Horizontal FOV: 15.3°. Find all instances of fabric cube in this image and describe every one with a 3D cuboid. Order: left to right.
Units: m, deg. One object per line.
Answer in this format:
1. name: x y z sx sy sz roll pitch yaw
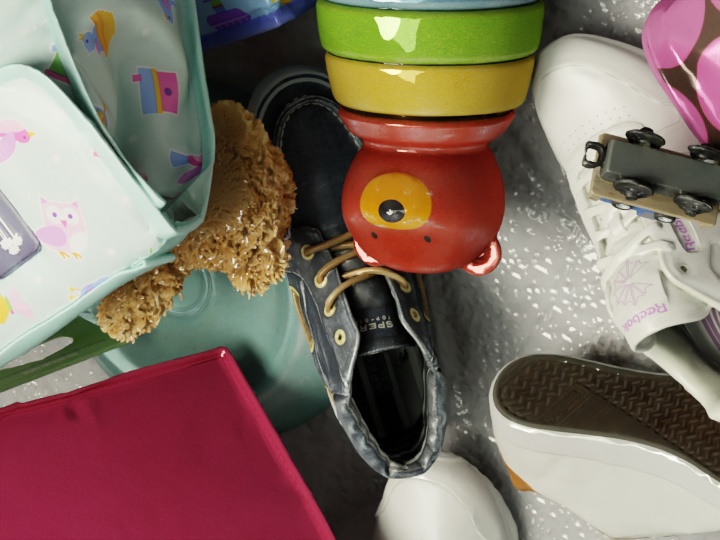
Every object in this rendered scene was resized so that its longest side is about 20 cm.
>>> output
1. fabric cube: -0.135 0.189 1.339 0.197 0.199 0.200 61 144 24

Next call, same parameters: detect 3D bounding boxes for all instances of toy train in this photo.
1. toy train: 0.190 -0.024 1.180 0.199 0.046 0.034 16 76 -8

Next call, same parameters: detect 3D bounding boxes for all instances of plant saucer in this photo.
1. plant saucer: -0.088 0.000 1.394 0.199 0.036 0.201 11 114 26

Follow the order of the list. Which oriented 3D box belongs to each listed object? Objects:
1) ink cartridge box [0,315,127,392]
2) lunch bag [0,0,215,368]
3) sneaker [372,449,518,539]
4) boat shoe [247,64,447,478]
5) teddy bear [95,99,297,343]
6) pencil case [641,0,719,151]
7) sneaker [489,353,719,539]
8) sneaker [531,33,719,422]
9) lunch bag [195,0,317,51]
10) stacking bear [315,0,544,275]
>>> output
1. ink cartridge box: -0.223 -0.004 1.400 0.200 0.104 0.060 22 119 38
2. lunch bag: -0.155 -0.067 1.207 0.170 0.122 0.201 -32 63 35
3. sneaker: 0.030 0.190 1.359 0.078 0.099 0.201 10 114 21
4. boat shoe: 0.000 0.000 1.301 0.071 0.091 0.201 -19 107 -5
5. teddy bear: -0.112 -0.037 1.297 0.199 0.067 0.146 -23 77 31
6. pencil case: 0.223 -0.114 1.147 0.200 0.091 0.094 -25 101 36
7. sneaker: 0.161 0.097 1.282 0.199 0.073 0.085 15 140 21
8. sneaker: 0.139 -0.021 1.218 0.075 0.100 0.200 -39 84 37
9. lunch bag: -0.107 -0.182 1.317 0.200 0.094 0.151 -14 105 44
10. stacking bear: 0.031 -0.097 1.230 0.121 0.114 0.201 5 103 15
